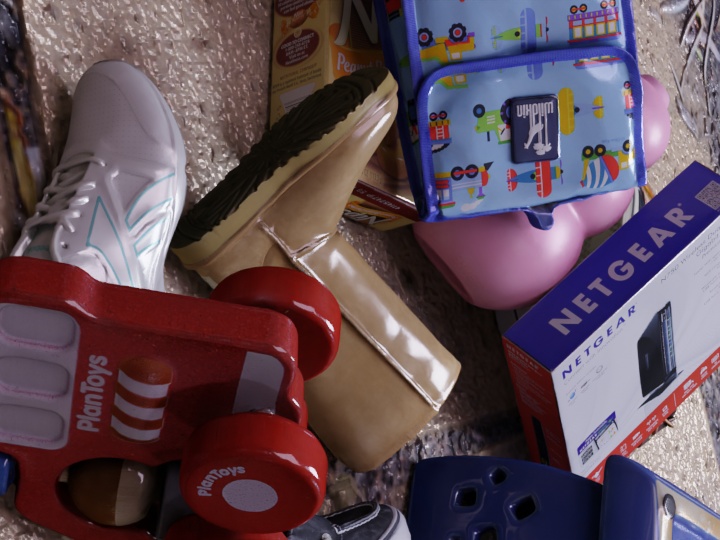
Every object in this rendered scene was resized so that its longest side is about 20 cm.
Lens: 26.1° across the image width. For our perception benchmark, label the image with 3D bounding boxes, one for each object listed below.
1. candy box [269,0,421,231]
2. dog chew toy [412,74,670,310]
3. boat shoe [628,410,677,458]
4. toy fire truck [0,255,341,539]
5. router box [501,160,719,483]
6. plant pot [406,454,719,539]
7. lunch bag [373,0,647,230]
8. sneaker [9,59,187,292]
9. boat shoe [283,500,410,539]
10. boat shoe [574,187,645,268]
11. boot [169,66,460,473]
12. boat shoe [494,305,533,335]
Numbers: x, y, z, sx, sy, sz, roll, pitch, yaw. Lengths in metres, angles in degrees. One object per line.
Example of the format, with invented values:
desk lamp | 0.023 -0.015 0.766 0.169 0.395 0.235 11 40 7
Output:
candy box | -0.002 -0.139 1.041 0.115 0.055 0.201 21 64 -46
dog chew toy | 0.133 -0.065 1.085 0.200 0.125 0.125 -40 118 -5
boat shoe | 0.218 0.100 1.240 0.200 0.072 0.072 -48 117 -47
toy fire truck | -0.104 0.076 0.745 0.168 0.200 0.112 12 48 -7
router box | 0.197 0.048 1.120 0.200 0.049 0.180 -41 144 -16
plant pot | 0.151 0.235 1.025 0.200 0.180 0.200 35 53 -43
lunch bag | 0.097 -0.124 1.002 0.150 0.094 0.201 -11 95 -12
sneaker | -0.140 -0.020 0.817 0.080 0.070 0.201 14 70 -47
boat shoe | -0.046 0.161 0.889 0.200 0.072 0.068 -19 96 -46
boat shoe | 0.204 0.013 1.249 0.062 0.075 0.200 43 43 -29
boot | 0.000 0.000 0.953 0.175 0.066 0.200 -41 118 -2
boat shoe | 0.128 -0.037 1.169 0.072 0.066 0.201 0 80 -52
